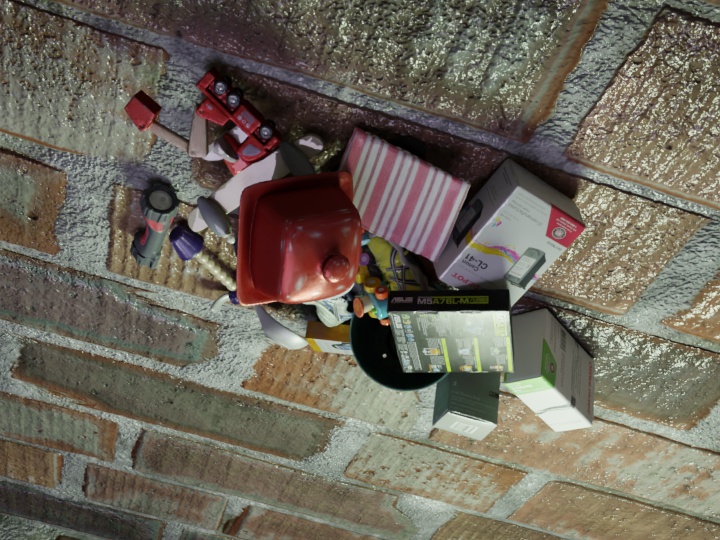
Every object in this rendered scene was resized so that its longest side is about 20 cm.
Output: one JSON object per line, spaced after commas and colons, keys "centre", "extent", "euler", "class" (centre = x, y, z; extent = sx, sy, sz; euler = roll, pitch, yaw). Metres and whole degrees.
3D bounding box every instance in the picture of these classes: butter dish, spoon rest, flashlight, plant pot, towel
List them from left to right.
{"centre": [-0.368, -0.079, 1.780], "extent": [0.067, 0.068, 0.200], "euler": [16, 150, -15], "class": "flashlight"}
{"centre": [-0.188, 0.094, 1.946], "extent": [0.199, 0.061, 0.099], "euler": [25, 171, 4], "class": "spoon rest"}
{"centre": [-0.069, -0.027, 1.484], "extent": [0.198, 0.148, 0.202], "euler": [-12, 120, -33], "class": "butter dish"}
{"centre": [0.057, -0.116, 1.544], "extent": [0.199, 0.030, 0.147], "euler": [26, 122, 6], "class": "towel"}
{"centre": [0.084, 0.121, 1.822], "extent": [0.198, 0.203, 0.161], "euler": [8, 171, 5], "class": "plant pot"}

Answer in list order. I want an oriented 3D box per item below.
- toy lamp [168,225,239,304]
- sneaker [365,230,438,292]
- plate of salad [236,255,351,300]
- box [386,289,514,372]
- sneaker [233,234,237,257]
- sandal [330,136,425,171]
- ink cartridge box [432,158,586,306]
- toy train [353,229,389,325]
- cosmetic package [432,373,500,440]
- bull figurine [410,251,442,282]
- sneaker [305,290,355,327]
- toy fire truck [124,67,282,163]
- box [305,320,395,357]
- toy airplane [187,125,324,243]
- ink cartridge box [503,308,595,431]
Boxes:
{"centre": [-0.275, -0.012, 1.851], "extent": [0.058, 0.059, 0.200], "euler": [-13, 141, 31], "class": "toy lamp"}
{"centre": [0.065, 0.013, 1.709], "extent": [0.200, 0.076, 0.075], "euler": [50, 175, 0], "class": "sneaker"}
{"centre": [-0.106, -0.007, 1.671], "extent": [0.198, 0.048, 0.201], "euler": [8, 150, 4], "class": "plate of salad"}
{"centre": [0.150, 0.101, 1.630], "extent": [0.191, 0.048, 0.201], "euler": [-3, 145, 10], "class": "box"}
{"centre": [-0.175, -0.016, 1.815], "extent": [0.077, 0.087, 0.200], "euler": [-35, 160, -5], "class": "sneaker"}
{"centre": [0.015, -0.149, 1.582], "extent": [0.076, 0.043, 0.199], "euler": [33, 140, -28], "class": "sandal"}
{"centre": [0.226, -0.050, 1.569], "extent": [0.147, 0.086, 0.200], "euler": [27, 117, -24], "class": "ink cartridge box"}
{"centre": [0.000, 0.000, 1.691], "extent": [0.055, 0.201, 0.150], "euler": [-21, 168, -14], "class": "toy train"}
{"centre": [0.203, 0.204, 1.898], "extent": [0.106, 0.202, 0.090], "euler": [15, 148, -11], "class": "cosmetic package"}
{"centre": [0.183, -0.025, 1.696], "extent": [0.198, 0.066, 0.122], "euler": [-11, 136, 25], "class": "bull figurine"}
{"centre": [-0.059, 0.032, 1.846], "extent": [0.084, 0.078, 0.200], "euler": [-12, 149, 23], "class": "sneaker"}
{"centre": [-0.228, -0.216, 1.481], "extent": [0.141, 0.049, 0.200], "euler": [-43, 103, 15], "class": "toy fire truck"}
{"centre": [-0.001, 0.138, 1.972], "extent": [0.198, 0.042, 0.119], "euler": [4, 164, 7], "class": "box"}
{"centre": [-0.162, -0.130, 1.571], "extent": [0.197, 0.142, 0.201], "euler": [6, 129, -11], "class": "toy airplane"}
{"centre": [0.354, 0.188, 1.877], "extent": [0.083, 0.147, 0.200], "euler": [-16, 137, 34], "class": "ink cartridge box"}
